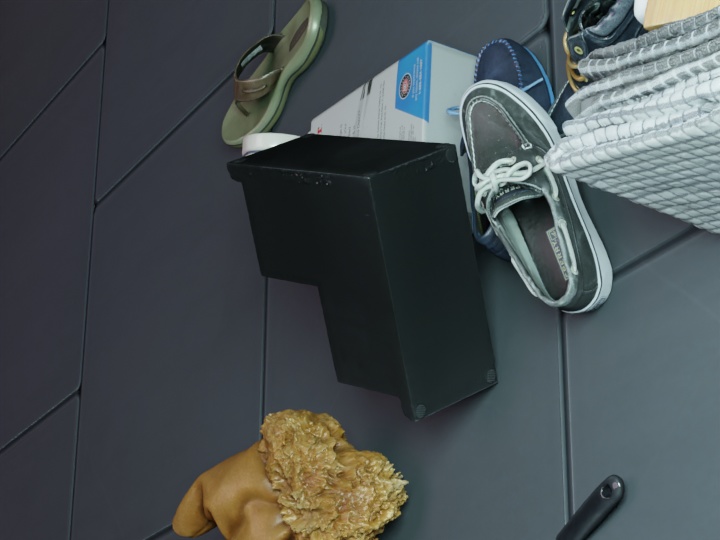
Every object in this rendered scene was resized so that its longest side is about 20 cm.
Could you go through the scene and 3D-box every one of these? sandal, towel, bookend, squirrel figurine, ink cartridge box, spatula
[{"bbox_3d":[-0.100,-0.214,1.962,0.201,0.057,0.080,-54,35,36],"label":"sandal"},{"bbox_3d":[0.237,-0.092,1.161,0.200,0.165,0.086,-14,62,58],"label":"towel"},{"bbox_3d":[0.000,0.000,1.516,0.198,0.092,0.202,8,114,53],"label":"bookend"},{"bbox_3d":[-0.046,0.228,1.582,0.201,0.141,0.187,-60,38,33],"label":"squirrel figurine"},{"bbox_3d":[0.035,-0.089,1.623,0.200,0.084,0.147,-28,54,55],"label":"ink cartridge box"},{"bbox_3d":[0.135,0.210,1.366,0.200,0.020,0.057,-51,49,35],"label":"spatula"}]

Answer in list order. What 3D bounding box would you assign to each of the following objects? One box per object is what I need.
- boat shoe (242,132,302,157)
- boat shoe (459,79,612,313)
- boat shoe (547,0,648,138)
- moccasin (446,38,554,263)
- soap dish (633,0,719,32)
[{"bbox_3d":[-0.073,-0.066,1.771,0.200,0.074,0.094,60,-148,-77],"label":"boat shoe"},{"bbox_3d":[0.118,-0.058,1.396,0.073,0.068,0.201,-30,71,30],"label":"boat shoe"},{"bbox_3d":[0.175,-0.159,1.386,0.200,0.090,0.071,-49,38,42],"label":"boat shoe"},{"bbox_3d":[0.116,-0.104,1.490,0.080,0.068,0.201,-37,49,41],"label":"moccasin"},{"bbox_3d":[0.262,-0.231,1.202,0.081,0.157,0.202,11,88,46],"label":"soap dish"}]
